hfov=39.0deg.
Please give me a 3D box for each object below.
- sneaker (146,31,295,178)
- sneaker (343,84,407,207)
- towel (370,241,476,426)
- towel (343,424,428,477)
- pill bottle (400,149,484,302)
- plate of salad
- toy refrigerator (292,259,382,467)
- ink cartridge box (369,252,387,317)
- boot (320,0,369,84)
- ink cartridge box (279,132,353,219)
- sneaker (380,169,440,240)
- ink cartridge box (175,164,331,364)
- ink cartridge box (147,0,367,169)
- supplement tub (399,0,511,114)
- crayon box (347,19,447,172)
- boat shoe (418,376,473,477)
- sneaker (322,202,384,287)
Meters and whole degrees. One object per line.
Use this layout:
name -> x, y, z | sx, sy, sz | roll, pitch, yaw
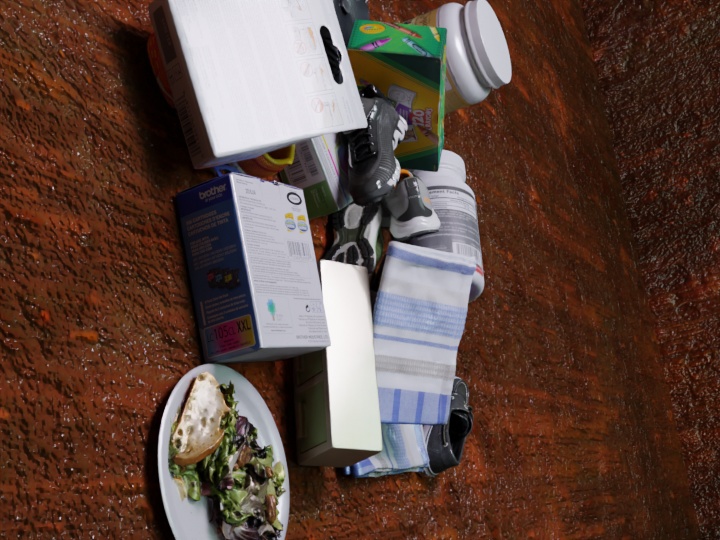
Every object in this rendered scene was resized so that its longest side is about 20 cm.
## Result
sneaker -> -0.138, -0.175, 1.034 | 0.200, 0.076, 0.074 | 44, 39, -39
sneaker -> 0.006, -0.154, 1.198 | 0.091, 0.066, 0.202 | 56, 27, -28
towel -> 0.065, 0.074, 1.132 | 0.145, 0.024, 0.204 | 11, 90, -44
towel -> 0.024, 0.170, 1.212 | 0.199, 0.023, 0.150 | 14, 62, -61
pill bottle -> 0.110, -0.059, 1.430 | 0.116, 0.114, 0.204 | 36, 44, -52
plate of salad -> -0.111, 0.182, 0.918 | 0.200, 0.047, 0.203 | 43, 38, -48
toy refrigerator -> -0.031, 0.099, 1.078 | 0.069, 0.076, 0.204 | 9, 64, -31
ink cartridge box -> 0.033, 0.027, 1.223 | 0.200, 0.037, 0.096 | -7, 119, -83
boot -> -0.034, -0.301, 1.319 | 0.167, 0.076, 0.204 | -5, 74, -60
ink cartridge box -> -0.032, -0.139, 1.250 | 0.200, 0.058, 0.106 | -40, 111, -63
sneaker -> 0.054, -0.092, 1.297 | 0.200, 0.072, 0.081 | -143, -137, -75
ink cartridge box -> -0.106, -0.014, 1.007 | 0.136, 0.075, 0.204 | 7, 71, -62
ink cartridge box -> -0.098, -0.200, 1.005 | 0.198, 0.050, 0.165 | -17, 91, -42
supplement tub -> 0.103, -0.294, 1.454 | 0.144, 0.197, 0.147 | 42, 40, -48
crayon box -> 0.048, -0.220, 1.301 | 0.202, 0.116, 0.059 | 86, 15, -52
boat shoe -> 0.124, 0.208, 1.373 | 0.070, 0.056, 0.201 | 64, 27, -19
sneaker -> 0.000, 0.000, 1.232 | 0.202, 0.075, 0.089 | -74, 150, -43
